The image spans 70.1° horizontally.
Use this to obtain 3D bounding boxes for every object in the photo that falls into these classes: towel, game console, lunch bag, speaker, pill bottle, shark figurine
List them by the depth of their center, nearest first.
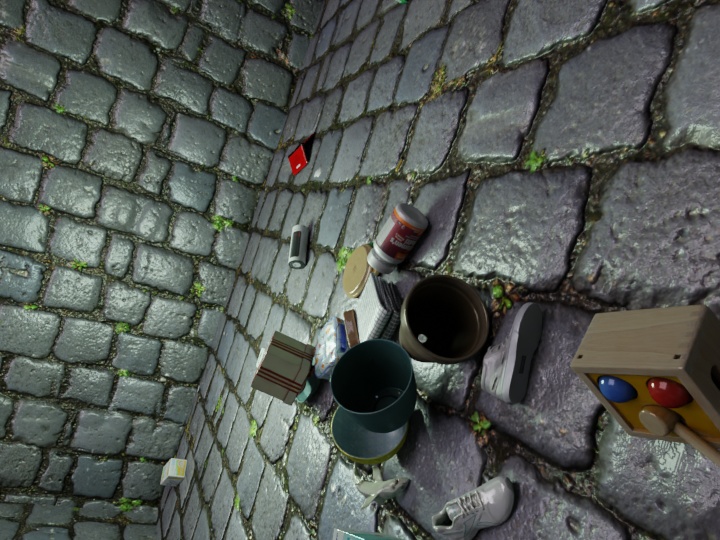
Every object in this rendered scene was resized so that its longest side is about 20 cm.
[{"bbox_3d":[0.029,0.552,1.304,0.128,0.090,0.214,-44,25,-23],"label":"shark figurine"},{"bbox_3d":[0.053,0.130,1.522,0.201,0.085,0.167,-106,34,-57],"label":"towel"},{"bbox_3d":[0.107,-0.092,1.530,0.201,0.109,0.110,-57,29,28],"label":"pill bottle"},{"bbox_3d":[-0.089,0.265,1.732,0.160,0.075,0.201,-48,33,37],"label":"lunch bag"},{"bbox_3d":[-0.286,-0.110,2.376,0.081,0.081,0.202,-40,39,48],"label":"speaker"},{"bbox_3d":[-0.314,-0.650,2.867,0.200,0.118,0.174,-21,85,59],"label":"game console"}]

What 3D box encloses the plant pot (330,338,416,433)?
[{"bbox_3d":[0.046,0.294,1.236,0.199,0.162,0.202,-12,44,12],"label":"plant pot"}]

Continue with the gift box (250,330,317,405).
[{"bbox_3d":[-0.257,0.335,1.824,0.185,0.185,0.200,-61,8,26],"label":"gift box"}]

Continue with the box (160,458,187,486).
[{"bbox_3d":[-1.177,1.272,3.232,0.200,0.101,0.113,-47,35,42],"label":"box"}]

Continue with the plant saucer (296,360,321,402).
[{"bbox_3d":[-0.186,0.387,1.891,0.200,0.036,0.202,-45,36,45],"label":"plant saucer"}]

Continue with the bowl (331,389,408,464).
[{"bbox_3d":[0.032,0.417,1.316,0.201,0.198,0.108,-105,-1,-49],"label":"bowl"}]

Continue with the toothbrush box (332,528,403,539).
[{"bbox_3d":[0.040,0.637,1.135,0.200,0.145,0.086,-29,47,57],"label":"toothbrush box"}]

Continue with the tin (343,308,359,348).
[{"bbox_3d":[-0.017,0.207,1.588,0.201,0.041,0.113,-103,0,-49],"label":"tin"}]

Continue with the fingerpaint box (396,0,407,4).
[{"bbox_3d":[0.137,-1.246,2.138,0.168,0.199,0.073,-66,27,10],"label":"fingerpaint box"}]

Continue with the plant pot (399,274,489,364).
[{"bbox_3d":[0.171,0.133,1.191,0.174,0.198,0.202,120,158,-63],"label":"plant pot"}]

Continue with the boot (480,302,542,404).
[{"bbox_3d":[0.292,0.157,1.025,0.095,0.073,0.202,11,84,58],"label":"boot"}]

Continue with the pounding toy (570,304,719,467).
[{"bbox_3d":[0.413,0.168,0.668,0.142,0.200,0.184,-50,16,-26],"label":"pounding toy"}]

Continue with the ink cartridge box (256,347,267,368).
[{"bbox_3d":[-0.326,0.363,2.014,0.200,0.144,0.084,153,135,-74],"label":"ink cartridge box"}]

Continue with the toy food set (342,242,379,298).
[{"bbox_3d":[0.000,0.000,1.757,0.201,0.048,0.198,-63,26,20],"label":"toy food set"}]

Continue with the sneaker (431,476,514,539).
[{"bbox_3d":[0.214,0.459,0.980,0.201,0.080,0.071,-55,28,29],"label":"sneaker"}]
